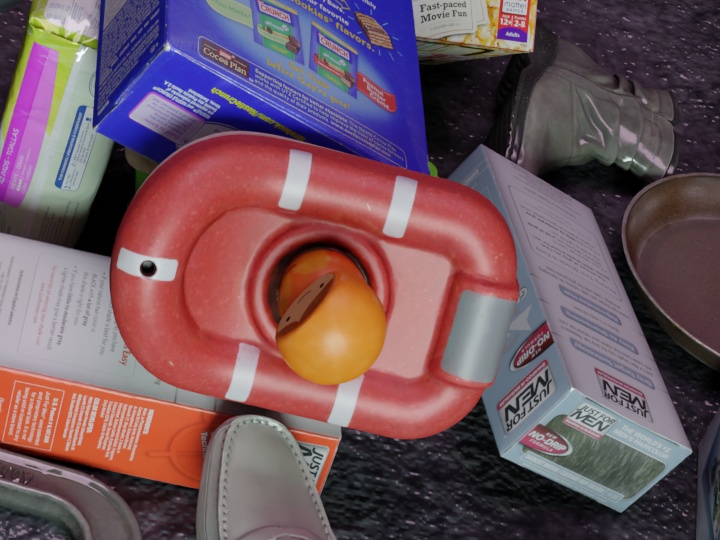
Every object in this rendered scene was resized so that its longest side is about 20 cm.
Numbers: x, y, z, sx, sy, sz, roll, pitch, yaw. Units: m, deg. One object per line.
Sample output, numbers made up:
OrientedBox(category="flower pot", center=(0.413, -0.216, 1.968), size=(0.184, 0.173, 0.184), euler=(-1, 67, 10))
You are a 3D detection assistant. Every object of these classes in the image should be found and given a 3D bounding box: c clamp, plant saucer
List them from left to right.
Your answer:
OrientedBox(category="c clamp", center=(-0.181, 0.139, 0.876), size=(0.198, 0.027, 0.171), euler=(20, 39, -1))
OrientedBox(category="plant saucer", center=(0.254, 0.013, 1.206), size=(0.198, 0.032, 0.201), euler=(12, 40, -10))

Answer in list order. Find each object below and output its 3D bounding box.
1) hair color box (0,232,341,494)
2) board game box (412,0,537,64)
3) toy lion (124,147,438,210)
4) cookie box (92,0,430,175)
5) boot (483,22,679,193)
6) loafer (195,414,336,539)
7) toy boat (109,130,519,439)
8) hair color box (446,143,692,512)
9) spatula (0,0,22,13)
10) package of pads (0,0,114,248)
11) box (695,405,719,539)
OrientedBox(category="hair color box", center=(-0.110, 0.051, 0.981), size=(0.198, 0.062, 0.102), euler=(13, 40, -8))
OrientedBox(category="board game box", center=(-0.009, -0.167, 1.218), size=(0.198, 0.047, 0.151), euler=(4, 1, -24))
OrientedBox(category="toy lion", center=(-0.026, -0.052, 1.100), size=(0.190, 0.069, 0.200), euler=(19, 36, 21))
OrientedBox(category="cookie box", center=(-0.051, -0.129, 1.009), size=(0.170, 0.075, 0.201), euler=(27, 41, -30))
OrientedBox(category="boot", center=(0.152, -0.085, 1.253), size=(0.130, 0.068, 0.201), euler=(25, 40, -4))
OrientedBox(category="loafer", center=(-0.031, 0.150, 0.867), size=(0.069, 0.070, 0.201), euler=(-1, 56, -23))
OrientedBox(category="toy boat", center=(-0.019, 0.015, 0.893), size=(0.198, 0.132, 0.131), euler=(13, 12, -9))
OrientedBox(category="hair color box", center=(0.107, 0.030, 1.073), size=(0.099, 0.061, 0.201), euler=(27, 31, -34))
OrientedBox(category="spatula", center=(-0.266, -0.132, 1.066), size=(0.198, 0.021, 0.057), euler=(-13, 35, 21))
OrientedBox(category="package of pads", center=(-0.158, -0.129, 1.092), size=(0.068, 0.155, 0.201), euler=(18, 38, -9))
OrientedBox(category="box", center=(0.214, 0.117, 0.983), size=(0.037, 0.137, 0.201), euler=(18, 39, -3))
